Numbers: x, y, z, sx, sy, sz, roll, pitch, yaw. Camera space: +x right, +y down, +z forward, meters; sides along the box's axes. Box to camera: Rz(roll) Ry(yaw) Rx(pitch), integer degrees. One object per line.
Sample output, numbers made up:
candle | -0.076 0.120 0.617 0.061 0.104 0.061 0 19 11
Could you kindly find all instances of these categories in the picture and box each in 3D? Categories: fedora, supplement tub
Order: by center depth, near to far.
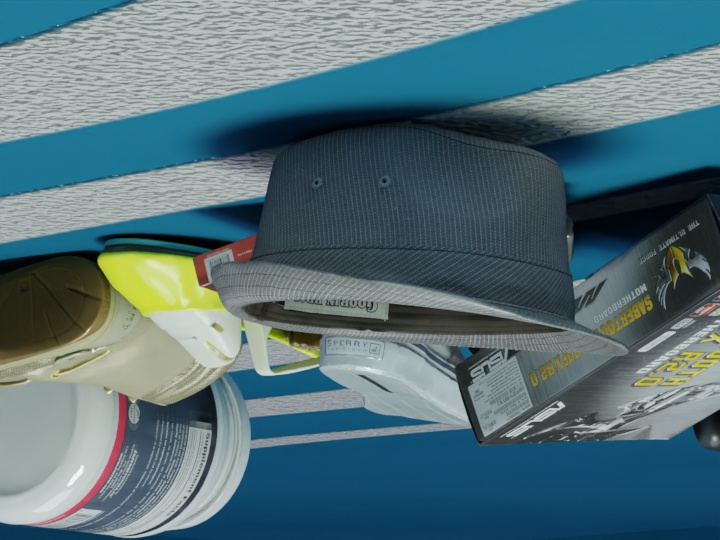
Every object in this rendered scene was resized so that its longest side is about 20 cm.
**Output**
fedora | 0.029 -0.016 1.318 0.199 0.091 0.176 1 171 35
supplement tub | -0.175 0.103 1.883 0.140 0.141 0.200 -5 169 28

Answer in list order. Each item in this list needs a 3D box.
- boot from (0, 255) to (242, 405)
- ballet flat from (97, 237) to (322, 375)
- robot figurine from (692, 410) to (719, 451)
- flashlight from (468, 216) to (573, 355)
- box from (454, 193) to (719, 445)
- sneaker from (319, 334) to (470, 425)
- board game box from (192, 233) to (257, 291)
boot | -0.188 0.044 1.729 0.199 0.073 0.155 -13 161 32
ballet flat | -0.067 0.025 1.639 0.199 0.068 0.067 10 168 -44
robot figurine | 0.298 0.068 1.739 0.199 0.126 0.150 3 -179 -17
flashlight | 0.088 0.007 1.519 0.068 0.068 0.200 38 168 11
box | 0.171 0.030 1.494 0.158 0.049 0.200 3 151 -44
sneaker | 0.031 0.040 1.543 0.073 0.071 0.200 8 169 15
board game box | 0.000 0.000 1.562 0.102 0.020 0.200 -19 163 22
